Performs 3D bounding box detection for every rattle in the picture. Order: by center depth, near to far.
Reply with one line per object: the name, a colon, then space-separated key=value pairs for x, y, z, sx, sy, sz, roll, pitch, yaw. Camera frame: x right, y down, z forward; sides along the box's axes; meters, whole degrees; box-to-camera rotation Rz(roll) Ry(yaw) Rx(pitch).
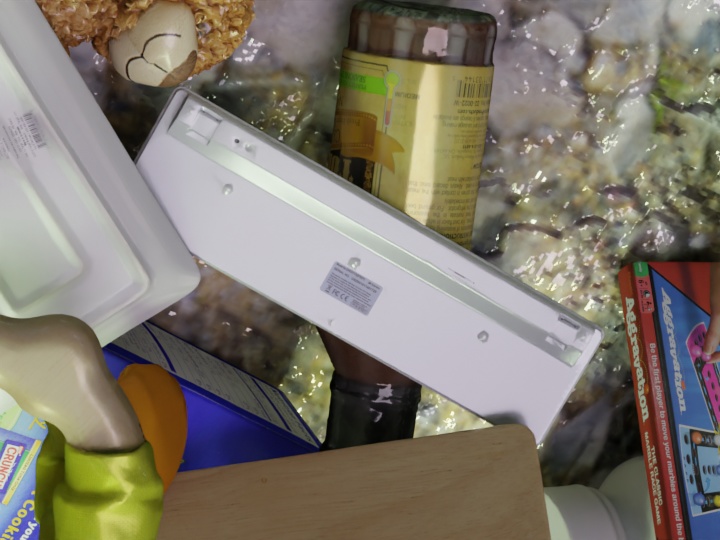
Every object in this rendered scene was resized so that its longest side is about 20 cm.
rattle: x=-0.172 y=0.082 z=0.952 sx=0.199 sy=0.143 sz=0.131 roll=-26 pitch=113 yaw=6

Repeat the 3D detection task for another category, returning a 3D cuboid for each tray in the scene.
tray: x=-0.145 y=-0.039 z=0.940 sx=0.107 sy=0.022 sz=0.201 roll=-33 pitch=121 yaw=-4

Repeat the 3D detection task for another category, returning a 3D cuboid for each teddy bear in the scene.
teddy bear: x=-0.129 y=-0.116 z=0.952 sx=0.145 sy=0.067 sz=0.200 roll=-45 pitch=124 yaw=13

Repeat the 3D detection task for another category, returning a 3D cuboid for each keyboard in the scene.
keyboard: x=0.000 y=0.000 z=1.006 sx=0.199 sy=0.011 sz=0.057 roll=30 pitch=103 yaw=-9

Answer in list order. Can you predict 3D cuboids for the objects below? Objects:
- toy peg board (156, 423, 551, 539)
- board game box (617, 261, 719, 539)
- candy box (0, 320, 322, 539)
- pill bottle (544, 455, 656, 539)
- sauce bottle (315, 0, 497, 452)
toy peg board: x=-0.014 y=0.182 z=0.992 sx=0.198 sy=0.200 sz=0.098 roll=-9 pitch=144 yaw=2
board game box: x=0.178 y=0.094 z=1.140 sx=0.102 sy=0.202 sz=0.019 roll=0 pitch=162 yaw=-22
candy box: x=-0.140 y=0.093 z=1.067 sx=0.199 sy=0.077 sz=0.170 roll=29 pitch=103 yaw=-31
pill bottle: x=0.173 y=0.141 z=1.195 sx=0.198 sy=0.112 sz=0.113 roll=-1 pitch=119 yaw=-22
sauce bottle: x=0.014 y=-0.009 z=1.040 sx=0.064 sy=0.065 sz=0.202 roll=4 pitch=97 yaw=-23
